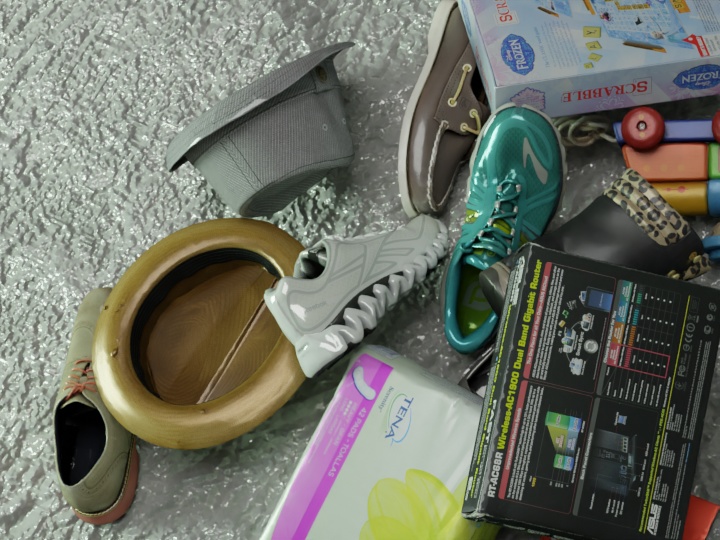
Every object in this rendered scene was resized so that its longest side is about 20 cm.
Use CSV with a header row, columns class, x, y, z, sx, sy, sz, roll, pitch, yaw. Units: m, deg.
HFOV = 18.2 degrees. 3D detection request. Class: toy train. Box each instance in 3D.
class,x,y,z,sx,sy,sz,roll,pitch,yaw
toy train,0.221,-0.063,1.759,0.199,0.085,0.116,-1,78,14

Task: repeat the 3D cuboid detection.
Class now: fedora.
class,x,y,z,sx,sy,sz,roll,pitch,yaw
fedora,-0.063,-0.104,1.811,0.177,0.200,0.090,-32,89,20
fedora,-0.111,0.058,1.779,0.200,0.082,0.201,-6,64,12

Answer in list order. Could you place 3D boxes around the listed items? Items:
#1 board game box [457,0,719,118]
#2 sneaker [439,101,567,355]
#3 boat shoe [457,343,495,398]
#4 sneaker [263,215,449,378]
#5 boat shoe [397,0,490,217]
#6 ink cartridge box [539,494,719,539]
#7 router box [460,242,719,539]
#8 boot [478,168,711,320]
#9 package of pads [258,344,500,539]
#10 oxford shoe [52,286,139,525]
class,x,y,z,sx,sy,sz,roll,pitch,yaw
board game box,0.185,-0.203,1.791,0.199,0.041,0.200,-8,42,-4
sneaker,0.107,-0.028,1.717,0.077,0.080,0.201,15,106,6
boat shoe,0.113,0.081,1.724,0.067,0.057,0.200,36,78,26
sneaker,0.000,0.000,1.731,0.081,0.075,0.200,48,42,0
boat shoe,0.078,-0.133,1.830,0.059,0.072,0.201,5,61,20
ink cartridge box,0.175,0.235,1.639,0.109,0.050,0.200,20,72,22
router box,0.165,0.095,1.596,0.149,0.062,0.201,14,80,-7
boot,0.201,0.037,1.679,0.150,0.073,0.200,-40,92,-9
package of pads,0.027,0.174,1.672,0.154,0.068,0.201,26,90,25
oxford shoe,-0.208,0.096,1.790,0.070,0.075,0.201,-9,63,11
